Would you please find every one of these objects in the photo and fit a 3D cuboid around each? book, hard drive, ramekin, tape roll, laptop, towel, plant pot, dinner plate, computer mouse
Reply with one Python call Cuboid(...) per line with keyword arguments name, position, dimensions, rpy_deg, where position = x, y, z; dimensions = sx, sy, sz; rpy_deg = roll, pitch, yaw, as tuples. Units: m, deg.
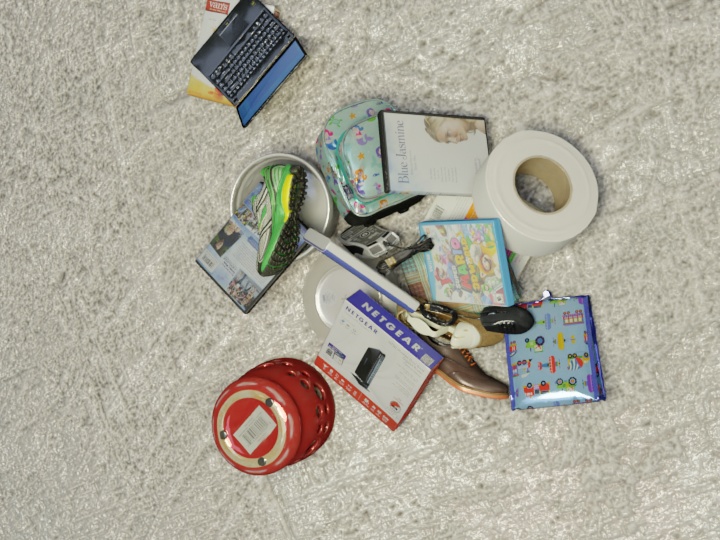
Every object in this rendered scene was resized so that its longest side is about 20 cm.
Cuboid(name="book", position=(0.222, -0.086, 1.615), dimensions=(0.199, 0.048, 0.134), rpy_deg=(33, 106, 15))
Cuboid(name="hard drive", position=(0.000, 0.000, 1.587), dimensions=(0.199, 0.132, 0.025), rpy_deg=(35, 89, -22))
Cuboid(name="ramekin", position=(-0.132, -0.116, 1.699), dimensions=(0.199, 0.105, 0.202), rpy_deg=(1, 94, 19))
Cuboid(name="tape roll", position=(0.289, -0.129, 1.519), dimensions=(0.201, 0.071, 0.204), rpy_deg=(4, 70, -11))
Cuboid(name="laptop", position=(-0.208, -0.387, 1.670), dimensions=(0.200, 0.103, 0.177), rpy_deg=(45, 102, 6))
Cuboid(name="towel", position=(0.174, 0.013, 1.627), dimensions=(0.199, 0.022, 0.148), rpy_deg=(-20, 92, 28))
Cuboid(name="plant pot", position=(-0.168, 0.271, 1.698), dimensions=(0.199, 0.182, 0.202), rpy_deg=(1, 92, 20))
Cuboid(name="dinner plate", position=(-0.021, 0.054, 1.717), dimensions=(0.199, 0.024, 0.202), rpy_deg=(1, 93, 19))
Cuboid(name="computer mouse", position=(0.035, -0.042, 1.638), dimensions=(0.109, 0.200, 0.044), rpy_deg=(-35, 120, -20))
Cuboid(name="computer mouse", position=(0.199, 0.073, 1.574), dimensions=(0.198, 0.059, 0.034), rpy_deg=(5, 139, 9))

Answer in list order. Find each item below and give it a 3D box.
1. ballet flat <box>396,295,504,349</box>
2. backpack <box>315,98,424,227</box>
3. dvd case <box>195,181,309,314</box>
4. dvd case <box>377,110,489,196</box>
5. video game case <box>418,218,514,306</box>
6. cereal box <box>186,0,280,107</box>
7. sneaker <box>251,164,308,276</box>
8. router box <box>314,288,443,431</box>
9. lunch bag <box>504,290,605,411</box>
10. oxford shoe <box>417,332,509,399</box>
Cuboid(name="ballet flat", position=(0.151, 0.099, 1.610), dimensions=(0.199, 0.072, 0.068), rpy_deg=(21, 121, 15))
Cuboid(name="backpack", position=(0.018, -0.199, 1.613), dimensions=(0.177, 0.151, 0.201), rpy_deg=(-22, 79, -16))
Cuboid(name="dvd case", position=(-0.193, -0.040, 1.660), dimensions=(0.143, 0.018, 0.200), rpy_deg=(45, 105, 10))
Cuboid(name="dvd case", position=(0.128, -0.197, 1.549), dimensions=(0.198, 0.018, 0.144), rpy_deg=(0, 76, -20))
Cuboid(name="video game case", position=(0.175, -0.014, 1.545), dimensions=(0.199, 0.018, 0.144), rpy_deg=(2, 107, 57))
Cuboid(name="cereal box", position=(-0.244, -0.418, 1.751), dimensions=(0.143, 0.039, 0.202), rpy_deg=(16, 98, 15))
Cuboid(name="sneaker", position=(-0.152, -0.088, 1.603), dimensions=(0.085, 0.078, 0.202), rpy_deg=(10, 87, 23))
Cuboid(name="router box", position=(0.028, 0.163, 1.651), dimensions=(0.200, 0.049, 0.180), rpy_deg=(38, 130, 15))
Cuboid(name="lunch bag", position=(0.329, 0.133, 1.578), dimensions=(0.149, 0.094, 0.202), rpy_deg=(-9, 80, 21))
Cuboid(name="oxford shoe", position=(0.179, 0.170, 1.633), dimensions=(0.199, 0.071, 0.073), rpy_deg=(23, 97, 16))
